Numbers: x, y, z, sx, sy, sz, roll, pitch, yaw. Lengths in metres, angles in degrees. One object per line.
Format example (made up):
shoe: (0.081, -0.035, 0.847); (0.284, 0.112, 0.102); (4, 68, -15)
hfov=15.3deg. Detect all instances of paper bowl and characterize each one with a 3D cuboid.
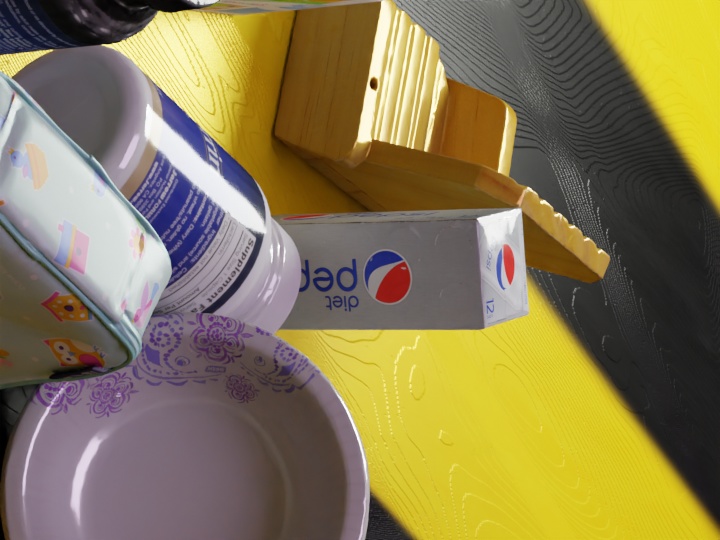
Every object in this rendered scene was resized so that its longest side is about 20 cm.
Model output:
paper bowl: (-0.096, 0.132, 1.477); (0.104, 0.199, 0.202); (100, -1, -73)

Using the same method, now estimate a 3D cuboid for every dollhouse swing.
dollhouse swing: (0.072, -0.099, 1.776); (0.200, 0.175, 0.183); (36, 59, -51)

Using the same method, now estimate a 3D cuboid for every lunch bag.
lunch bag: (-0.202, -0.016, 1.337); (0.200, 0.160, 0.077); (49, 43, -38)

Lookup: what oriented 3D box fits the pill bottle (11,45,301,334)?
pill bottle: (-0.121, -0.031, 1.508); (0.200, 0.115, 0.116); (44, 52, -50)

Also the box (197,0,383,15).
box: (-0.082, -0.211, 1.586); (0.200, 0.112, 0.102); (-3, 91, -58)

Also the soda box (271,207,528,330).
soda box: (0.000, 0.000, 1.624); (0.063, 0.199, 0.069); (-15, 101, -59)

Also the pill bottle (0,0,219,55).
pill bottle: (-0.165, -0.167, 1.358); (0.112, 0.199, 0.113); (5, 84, -59)
